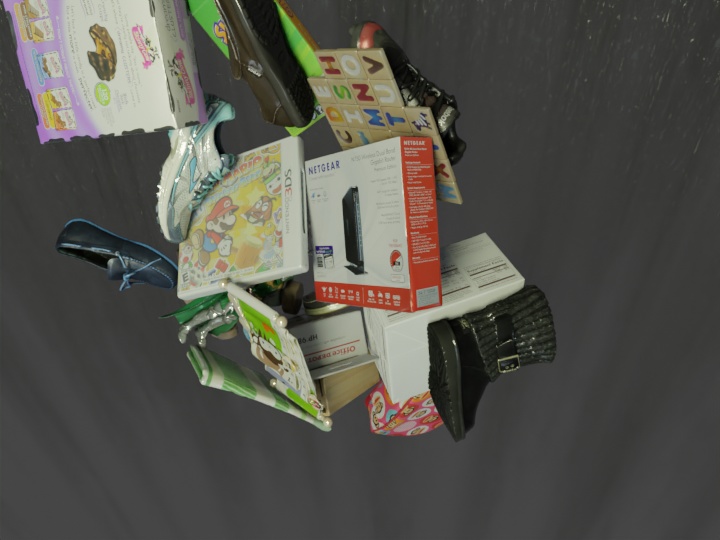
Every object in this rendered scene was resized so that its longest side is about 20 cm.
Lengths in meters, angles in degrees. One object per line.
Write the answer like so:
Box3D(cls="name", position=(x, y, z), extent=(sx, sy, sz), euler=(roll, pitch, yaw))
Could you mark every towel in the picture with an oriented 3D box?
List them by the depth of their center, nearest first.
Box3D(cls="towel", position=(-0.149, 0.170, 0.812), extent=(0.198, 0.024, 0.152), euler=(31, 174, -25))

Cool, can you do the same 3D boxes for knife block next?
Box3D(cls="knife block", position=(-0.006, 0.152, 0.888), extent=(0.171, 0.200, 0.066), euler=(-13, 94, -13))

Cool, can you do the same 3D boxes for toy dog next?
Box3D(cls="toy dog", position=(-0.125, -0.027, 0.849), extent=(0.129, 0.097, 0.203), euler=(24, 118, -4))

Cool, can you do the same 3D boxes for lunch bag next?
Box3D(cls="lunch bag", position=(0.119, 0.216, 0.976), extent=(0.172, 0.083, 0.201), euler=(9, 138, -31))

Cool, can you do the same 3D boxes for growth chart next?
Box3D(cls="growth chart", position=(-0.110, 0.104, 0.724), extent=(0.143, 0.018, 0.203), euler=(20, 139, 41))

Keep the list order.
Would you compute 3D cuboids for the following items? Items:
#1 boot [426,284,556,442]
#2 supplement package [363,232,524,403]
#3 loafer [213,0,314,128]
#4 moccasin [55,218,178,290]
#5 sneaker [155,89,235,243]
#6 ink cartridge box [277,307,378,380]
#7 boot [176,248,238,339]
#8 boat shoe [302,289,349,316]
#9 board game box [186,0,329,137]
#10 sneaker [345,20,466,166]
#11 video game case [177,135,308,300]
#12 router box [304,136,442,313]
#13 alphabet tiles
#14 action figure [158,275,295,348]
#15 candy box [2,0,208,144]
Box3D(cls="boot", position=(0.172, 0.128, 0.740), extent=(0.154, 0.080, 0.215), euler=(-17, 131, -11))
Box3D(cls="supplement package", position=(0.111, 0.066, 0.792), extent=(0.195, 0.112, 0.158), euler=(-17, 132, -10))
Box3D(cls="loafer", position=(-0.121, -0.241, 0.616), extent=(0.070, 0.074, 0.203), euler=(-10, 123, 25))
Box3D(cls="moccasin", position=(-0.394, -0.009, 0.920), extent=(0.196, 0.069, 0.081), euler=(21, 136, -4))
Box3D(cls="sneaker", position=(-0.210, -0.129, 0.731), extent=(0.084, 0.078, 0.205), euler=(11, 105, -11))
Box3D(cls="ink cartridge box", position=(-0.066, 0.099, 0.836), extent=(0.113, 0.199, 0.069), euler=(-13, 96, -25))
Box3D(cls="boot", position=(-0.225, 0.039, 0.886), extent=(0.198, 0.069, 0.150), euler=(15, 126, 52))
Box3D(cls="boat shoe", position=(0.001, 0.000, 0.823), extent=(0.197, 0.072, 0.067), euler=(-24, 106, 1))
Box3D(cls="board game box", position=(-0.107, -0.261, 0.663), extent=(0.094, 0.030, 0.200), euler=(-25, 124, 29))
Box3D(cls="sneaker", position=(0.059, -0.192, 0.640), extent=(0.097, 0.071, 0.202), euler=(8, 142, 47))
Box3D(cls="video game case", position=(-0.160, -0.069, 0.751), extent=(0.195, 0.187, 0.023), euler=(-13, 159, 23))
Box3D(cls="router box", position=(0.009, -0.051, 0.673), extent=(0.198, 0.048, 0.185), euler=(1, 98, 55))
Box3D(cls="alphabet tiles", position=(0.023, -0.162, 0.649), extent=(0.165, 0.008, 0.202), euler=(18, 151, 40))
Box3D(cls="action figure", position=(-0.168, 0.041, 0.790), extent=(0.198, 0.056, 0.118), euler=(-34, 153, 18))
Box3D(cls="candy box", position=(-0.287, -0.242, 0.644), extent=(0.195, 0.072, 0.172), euler=(0, 108, 18))
